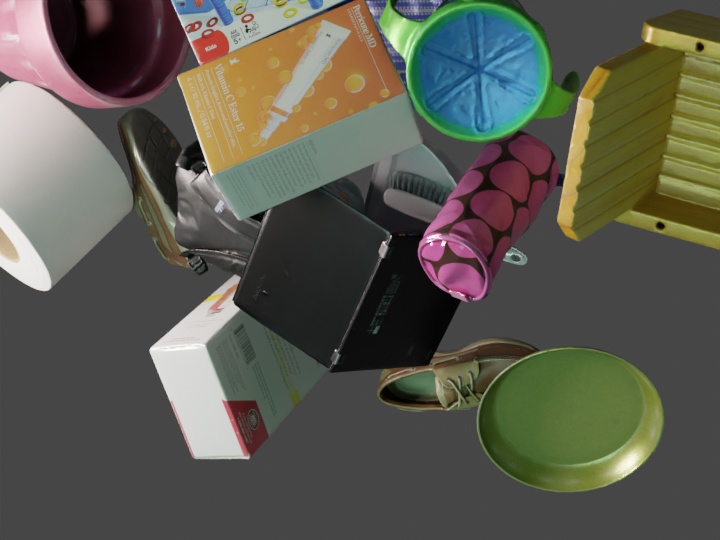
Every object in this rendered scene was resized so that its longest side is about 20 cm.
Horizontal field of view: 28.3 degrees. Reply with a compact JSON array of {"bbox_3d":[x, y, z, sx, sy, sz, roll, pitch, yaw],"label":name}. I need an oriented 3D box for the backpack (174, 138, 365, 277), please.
[{"bbox_3d":[-0.097,-0.059,1.558,0.199,0.127,0.167,23,141,16],"label":"backpack"}]

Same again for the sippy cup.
[{"bbox_3d":[0.113,-0.209,1.357,0.139,0.130,0.178,-27,112,17],"label":"sippy cup"}]

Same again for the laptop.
[{"bbox_3d":[0.000,0.000,1.490,0.116,0.199,0.188,58,137,39],"label":"laptop"}]

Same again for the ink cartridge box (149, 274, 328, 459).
[{"bbox_3d":[-0.130,0.100,1.618,0.083,0.200,0.146,-7,113,33],"label":"ink cartridge box"}]

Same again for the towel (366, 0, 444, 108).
[{"bbox_3d":[0.033,-0.257,1.449,0.144,0.024,0.201,4,118,26],"label":"towel"}]

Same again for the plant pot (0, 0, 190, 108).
[{"bbox_3d":[-0.309,-0.271,1.524,0.179,0.200,0.201,2,118,43],"label":"plant pot"}]

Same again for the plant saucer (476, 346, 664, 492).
[{"bbox_3d":[0.225,0.155,1.540,0.199,0.031,0.201,2,124,4],"label":"plant saucer"}]

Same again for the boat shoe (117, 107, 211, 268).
[{"bbox_3d":[-0.235,-0.089,1.647,0.072,0.076,0.201,-12,108,34],"label":"boat shoe"}]

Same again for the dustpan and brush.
[{"bbox_3d":[0.091,-0.058,1.504,0.199,0.057,0.140,23,124,14],"label":"dustpan and brush"}]

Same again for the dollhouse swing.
[{"bbox_3d":[0.299,-0.109,1.302,0.181,0.176,0.201,17,122,18],"label":"dollhouse swing"}]

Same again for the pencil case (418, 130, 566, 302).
[{"bbox_3d":[0.130,-0.051,1.402,0.090,0.200,0.094,18,133,22],"label":"pencil case"}]

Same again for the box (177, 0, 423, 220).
[{"bbox_3d":[-0.058,-0.156,1.386,0.199,0.098,0.125,-23,62,1],"label":"box"}]

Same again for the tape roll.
[{"bbox_3d":[-0.377,-0.095,1.624,0.202,0.139,0.203,35,157,17],"label":"tape roll"}]

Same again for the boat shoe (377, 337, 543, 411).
[{"bbox_3d":[0.109,0.127,1.588,0.199,0.074,0.076,-9,112,30],"label":"boat shoe"}]

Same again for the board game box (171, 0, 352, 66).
[{"bbox_3d":[-0.105,-0.328,1.388,0.199,0.056,0.196,-24,96,4],"label":"board game box"}]
